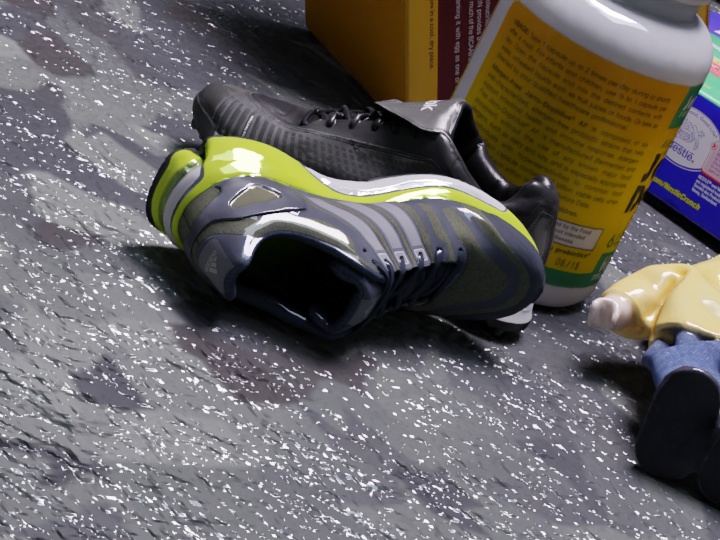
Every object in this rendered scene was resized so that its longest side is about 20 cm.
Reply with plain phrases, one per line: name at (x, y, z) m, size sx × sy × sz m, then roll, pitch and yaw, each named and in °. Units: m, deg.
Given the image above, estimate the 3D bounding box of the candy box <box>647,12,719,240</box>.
candy box at (0.227, -0.088, 1.837) m, size 0.169 × 0.077 × 0.200 m, roll 36°, pitch 21°, yaw 27°

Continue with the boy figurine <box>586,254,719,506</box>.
boy figurine at (0.167, 0.040, 1.476) m, size 0.124 × 0.065 × 0.200 m, roll 24°, pitch 20°, yaw -6°

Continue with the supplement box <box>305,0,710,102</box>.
supplement box at (0.084, -0.213, 1.695) m, size 0.199 × 0.198 × 0.133 m, roll -17°, pitch 39°, yaw -21°

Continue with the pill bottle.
pill bottle at (0.110, -0.092, 1.526) m, size 0.112 × 0.201 × 0.113 m, roll 23°, pitch 20°, yaw -9°

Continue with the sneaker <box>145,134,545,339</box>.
sneaker at (0.000, 0.000, 1.380) m, size 0.199 × 0.074 × 0.081 m, roll 8°, pitch 36°, yaw -28°

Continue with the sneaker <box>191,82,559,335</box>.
sneaker at (0.014, -0.055, 1.478) m, size 0.199 × 0.091 × 0.066 m, roll 30°, pitch 20°, yaw 10°
